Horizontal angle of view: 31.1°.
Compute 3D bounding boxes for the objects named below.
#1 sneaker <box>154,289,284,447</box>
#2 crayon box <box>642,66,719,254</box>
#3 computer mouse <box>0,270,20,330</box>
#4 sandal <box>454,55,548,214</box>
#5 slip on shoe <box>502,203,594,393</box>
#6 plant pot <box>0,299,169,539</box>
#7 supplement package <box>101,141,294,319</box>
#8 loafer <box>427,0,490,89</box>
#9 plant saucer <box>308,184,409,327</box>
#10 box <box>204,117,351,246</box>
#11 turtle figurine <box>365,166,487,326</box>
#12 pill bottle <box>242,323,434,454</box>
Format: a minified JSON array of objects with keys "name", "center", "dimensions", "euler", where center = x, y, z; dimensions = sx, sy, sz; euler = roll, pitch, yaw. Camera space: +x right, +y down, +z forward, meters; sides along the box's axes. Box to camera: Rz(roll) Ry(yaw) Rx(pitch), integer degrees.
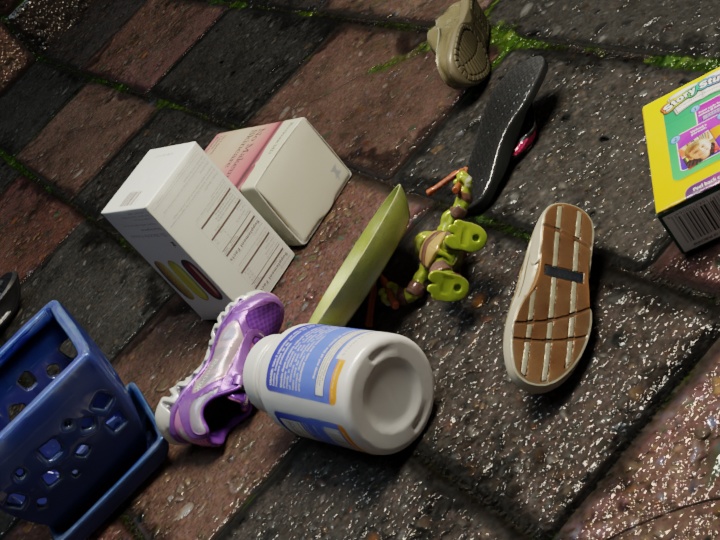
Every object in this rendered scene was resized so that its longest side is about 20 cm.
[{"name":"sneaker","center":[-0.139,0.116,1.438],"dimensions":[0.088,0.080,0.201],"euler":[17,68,50]},{"name":"crayon box","center":[0.356,-0.126,1.152],"dimensions":[0.198,0.058,0.174],"euler":[-27,31,26]},{"name":"computer mouse","center":[-0.616,0.094,2.102],"dimensions":[0.140,0.046,0.202],"euler":[-7,50,54]},{"name":"sandal","center":[0.163,-0.147,1.451],"dimensions":[0.075,0.045,0.202],"euler":[2,66,59]},{"name":"slip on shoe","center":[0.169,0.031,1.178],"dimensions":[0.061,0.075,0.202],"euler":[109,175,-55]},{"name":"plant pot","center":[-0.343,0.183,1.487],"dimensions":[0.200,0.180,0.200],"euler":[-45,29,-5]},{"name":"supplement package","center":[-0.197,-0.044,1.588],"dimensions":[0.113,0.200,0.110],"euler":[-2,46,51]},{"name":"loafer","center":[0.123,-0.282,1.648],"dimensions":[0.067,0.076,0.201],"euler":[-27,22,27]},{"name":"plant saucer","center":[0.000,0.000,1.388],"dimensions":[0.201,0.031,0.200],"euler":[-58,4,6]},{"name":"box","center":[-0.132,-0.110,1.691],"dimensions":[0.199,0.109,0.129],"euler":[-4,46,50]},{"name":"turtle figurine","center":[0.079,-0.010,1.336],"dimensions":[0.201,0.064,0.161],"euler":[-56,13,2]},{"name":"pill bottle","center":[-0.029,0.110,1.261],"dimensions":[0.199,0.112,0.113],"euler":[5,53,53]}]
